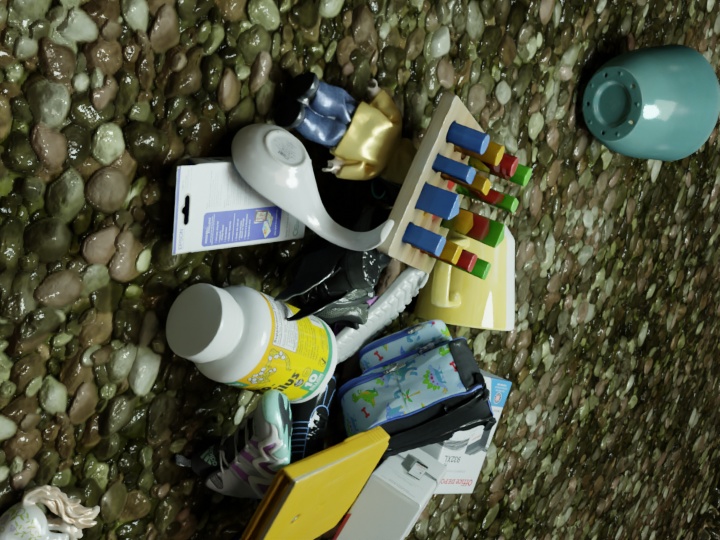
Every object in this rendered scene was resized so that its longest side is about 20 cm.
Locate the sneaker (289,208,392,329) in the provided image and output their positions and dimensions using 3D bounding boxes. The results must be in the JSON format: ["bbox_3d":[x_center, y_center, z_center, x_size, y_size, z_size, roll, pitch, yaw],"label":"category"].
[{"bbox_3d":[0.000,0.000,1.212,0.199,0.076,0.114,-39,134,-29],"label":"sneaker"}]

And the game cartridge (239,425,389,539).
[{"bbox_3d":[-0.059,0.283,1.146,0.200,0.032,0.176,-13,138,-54],"label":"game cartridge"}]

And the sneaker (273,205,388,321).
[{"bbox_3d":[-0.027,-0.012,1.099,0.060,0.104,0.200,64,21,-22],"label":"sneaker"}]

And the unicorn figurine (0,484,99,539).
[{"bbox_3d":[-0.362,0.303,0.926,0.137,0.074,0.200,50,52,-38],"label":"unicorn figurine"}]

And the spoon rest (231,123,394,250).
[{"bbox_3d":[-0.060,-0.089,1.029,0.061,0.200,0.099,-46,-172,42],"label":"spoon rest"}]

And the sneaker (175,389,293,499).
[{"bbox_3d":[-0.151,0.215,1.094,0.078,0.140,0.200,-91,-178,-47],"label":"sneaker"}]

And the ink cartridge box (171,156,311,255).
[{"bbox_3d":[-0.140,-0.078,1.037,0.200,0.039,0.100,-10,112,-49],"label":"ink cartridge box"}]

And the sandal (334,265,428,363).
[{"bbox_3d":[0.011,0.056,1.268,0.203,0.050,0.082,-40,156,-12],"label":"sandal"}]

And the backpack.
[{"bbox_3d":[0.068,0.171,1.287,0.200,0.147,0.183,-23,153,2],"label":"backpack"}]

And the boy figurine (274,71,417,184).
[{"bbox_3d":[0.002,-0.165,1.098,0.200,0.064,0.124,24,86,-33],"label":"boy figurine"}]

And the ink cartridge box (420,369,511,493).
[{"bbox_3d":[0.147,0.253,1.489,0.145,0.084,0.200,18,92,-52],"label":"ink cartridge box"}]

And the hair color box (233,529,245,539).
[{"bbox_3d":[-0.186,0.438,1.193,0.200,0.060,0.100,-35,131,-35],"label":"hair color box"}]

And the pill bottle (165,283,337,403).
[{"bbox_3d":[-0.125,0.082,1.066,0.200,0.113,0.113,29,83,-52],"label":"pill bottle"}]

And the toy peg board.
[{"bbox_3d":[0.128,-0.086,1.133,0.200,0.098,0.199,-67,161,1],"label":"toy peg board"}]

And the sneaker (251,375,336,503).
[{"bbox_3d":[-0.073,0.231,1.222,0.070,0.078,0.200,34,80,-51],"label":"sneaker"}]

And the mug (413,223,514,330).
[{"bbox_3d":[0.165,0.003,1.341,0.149,0.187,0.153,8,92,-7],"label":"mug"}]

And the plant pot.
[{"bbox_3d":[0.475,-0.284,1.563,0.161,0.201,0.201,-8,112,-36],"label":"plant pot"}]

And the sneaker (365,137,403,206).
[{"bbox_3d":[0.054,-0.117,1.230,0.200,0.075,0.079,34,82,-42],"label":"sneaker"}]

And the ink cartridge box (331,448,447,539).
[{"bbox_3d":[0.040,0.344,1.325,0.147,0.083,0.200,-60,168,10],"label":"ink cartridge box"}]
